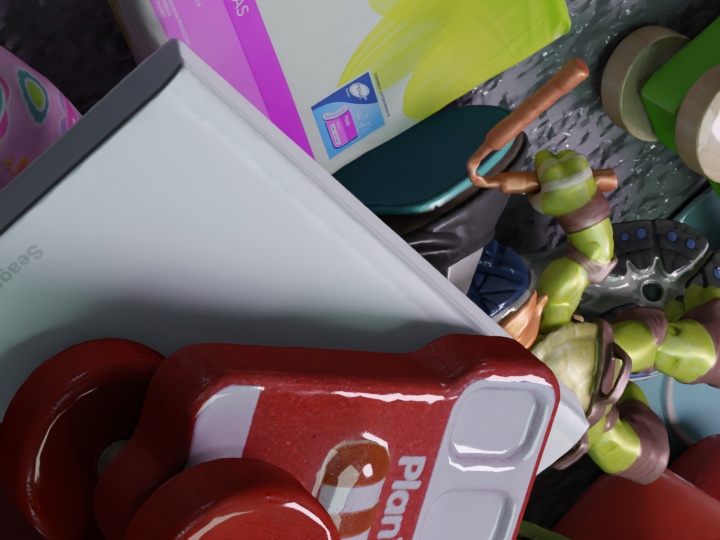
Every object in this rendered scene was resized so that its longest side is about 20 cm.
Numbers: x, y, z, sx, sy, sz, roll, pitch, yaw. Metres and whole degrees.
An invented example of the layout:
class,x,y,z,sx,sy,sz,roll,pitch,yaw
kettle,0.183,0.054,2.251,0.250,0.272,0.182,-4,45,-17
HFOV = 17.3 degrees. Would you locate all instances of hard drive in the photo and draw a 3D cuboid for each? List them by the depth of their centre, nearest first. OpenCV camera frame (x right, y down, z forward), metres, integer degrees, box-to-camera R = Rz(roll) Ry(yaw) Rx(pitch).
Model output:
class,x,y,z,sx,sy,sz,roll,pitch,yaw
hard drive,-0.037,0.031,0.770,0.132,0.026,0.200,-40,122,16

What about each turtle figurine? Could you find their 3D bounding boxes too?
class,x,y,z,sx,sy,sz,roll,pitch,yaw
turtle figurine,0.076,0.029,0.854,0.161,0.064,0.201,9,108,-49

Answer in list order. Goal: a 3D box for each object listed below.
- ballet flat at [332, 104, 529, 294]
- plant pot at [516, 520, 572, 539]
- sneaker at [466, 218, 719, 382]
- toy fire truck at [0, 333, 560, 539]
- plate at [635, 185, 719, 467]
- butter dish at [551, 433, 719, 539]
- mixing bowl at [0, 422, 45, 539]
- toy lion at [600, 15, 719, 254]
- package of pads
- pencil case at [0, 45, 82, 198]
class,x,y,z,sx,sy,sz,roll,pitch,yaw
ballet flat,0.000,0.000,0.874,0.200,0.068,0.069,-33,124,-48
plant pot,0.032,0.200,0.899,0.199,0.200,0.185,-3,114,-34
sneaker,0.049,0.028,0.966,0.199,0.078,0.085,1,157,-17
toy fire truck,-0.027,0.115,0.740,0.167,0.112,0.201,4,109,-33
plate,0.194,0.027,1.112,0.199,0.026,0.201,-20,134,-22
butter dish,0.188,0.154,1.119,0.148,0.199,0.200,-50,174,-41
mixing bowl,-0.132,0.145,0.845,0.199,0.109,0.201,0,136,0
toy lion,0.207,-0.081,0.995,0.191,0.069,0.200,-40,129,-12
package of pads,-0.015,-0.127,0.794,0.154,0.068,0.201,-32,139,-9
pencil case,-0.110,-0.010,0.812,0.087,0.087,0.200,-42,137,1
